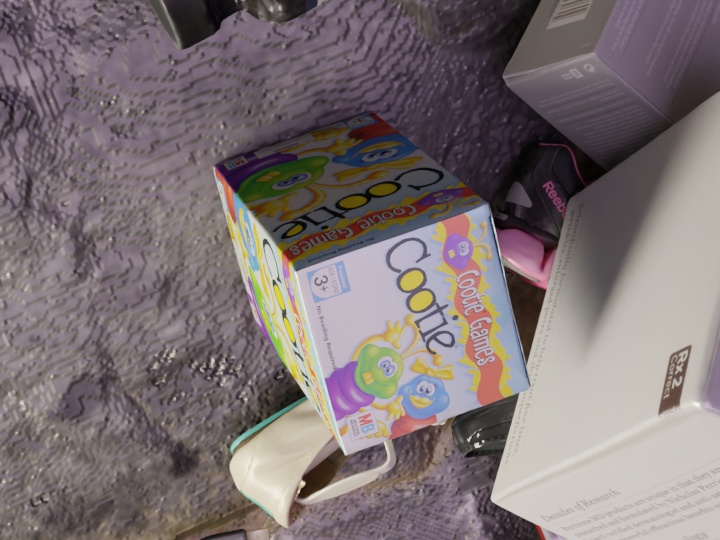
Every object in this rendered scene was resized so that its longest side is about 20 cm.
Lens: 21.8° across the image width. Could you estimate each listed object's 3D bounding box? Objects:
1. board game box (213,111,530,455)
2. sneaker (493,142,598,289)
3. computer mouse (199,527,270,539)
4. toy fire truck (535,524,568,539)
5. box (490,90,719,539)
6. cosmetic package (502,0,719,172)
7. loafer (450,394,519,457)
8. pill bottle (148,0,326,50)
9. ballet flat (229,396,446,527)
[{"bbox_3d":[0.000,0.000,0.993,0.102,0.200,0.106,-19,111,-10],"label":"board game box"},{"bbox_3d":[0.167,-0.016,1.115,0.199,0.079,0.096,23,85,-24],"label":"sneaker"},{"bbox_3d":[-0.043,0.212,1.136,0.198,0.046,0.142,-4,113,-3],"label":"computer mouse"},{"bbox_3d":[0.205,0.194,1.107,0.167,0.113,0.201,-6,129,26],"label":"toy fire truck"},{"bbox_3d":[0.187,0.035,0.958,0.130,0.200,0.200,27,61,-16],"label":"box"},{"bbox_3d":[0.192,-0.096,1.066,0.200,0.090,0.107,40,63,-25],"label":"cosmetic package"},{"bbox_3d":[0.154,0.095,1.119,0.198,0.068,0.071,-8,79,3],"label":"loafer"},{"bbox_3d":[-0.026,-0.199,0.969,0.199,0.112,0.113,-28,113,-6],"label":"pill bottle"},{"bbox_3d":[0.016,0.079,1.093,0.199,0.070,0.070,-38,114,3],"label":"ballet flat"}]
